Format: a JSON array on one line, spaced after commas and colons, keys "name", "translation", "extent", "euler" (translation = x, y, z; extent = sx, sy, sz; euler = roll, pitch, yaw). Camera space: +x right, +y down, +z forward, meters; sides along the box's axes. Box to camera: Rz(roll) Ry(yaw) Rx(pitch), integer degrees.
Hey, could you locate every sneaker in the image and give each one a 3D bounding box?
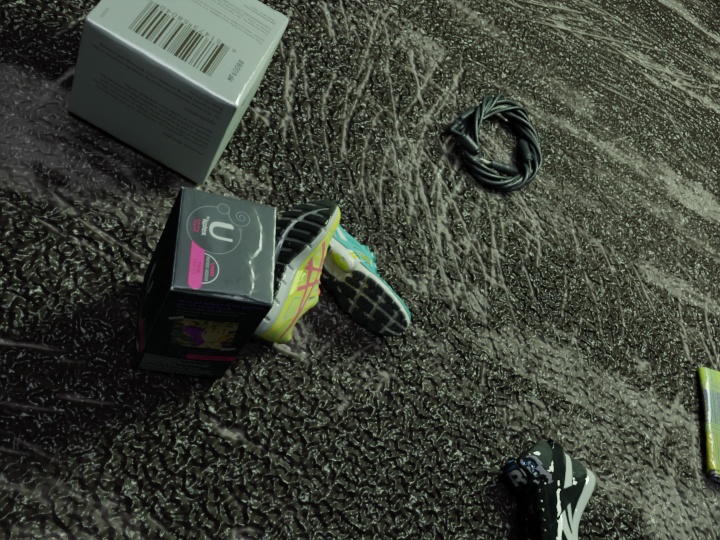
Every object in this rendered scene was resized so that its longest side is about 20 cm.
[{"name": "sneaker", "translation": [-0.080, 0.002, 0.932], "extent": [0.201, 0.078, 0.090], "euler": [-59, 138, -18]}, {"name": "sneaker", "translation": [0.000, 0.000, 0.997], "extent": [0.200, 0.078, 0.080], "euler": [49, 42, 6]}, {"name": "sneaker", "translation": [0.217, 0.299, 0.938], "extent": [0.112, 0.073, 0.200], "euler": [39, 42, 2]}]

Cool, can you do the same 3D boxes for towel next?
[{"name": "towel", "translation": [0.603, 0.262, 1.195], "extent": [0.143, 0.023, 0.201], "euler": [23, 52, -14]}]

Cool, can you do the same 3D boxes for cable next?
[{"name": "cable", "translation": [0.249, -0.223, 1.280], "extent": [0.163, 0.051, 0.200], "euler": [49, 50, 6]}]

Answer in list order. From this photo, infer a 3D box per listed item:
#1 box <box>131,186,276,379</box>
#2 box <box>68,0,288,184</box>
[{"name": "box", "translation": [-0.172, 0.022, 0.805], "extent": [0.105, 0.200, 0.123], "euler": [11, 56, -22]}, {"name": "box", "translation": [-0.233, -0.266, 0.967], "extent": [0.198, 0.171, 0.201], "euler": [29, 51, -10]}]
